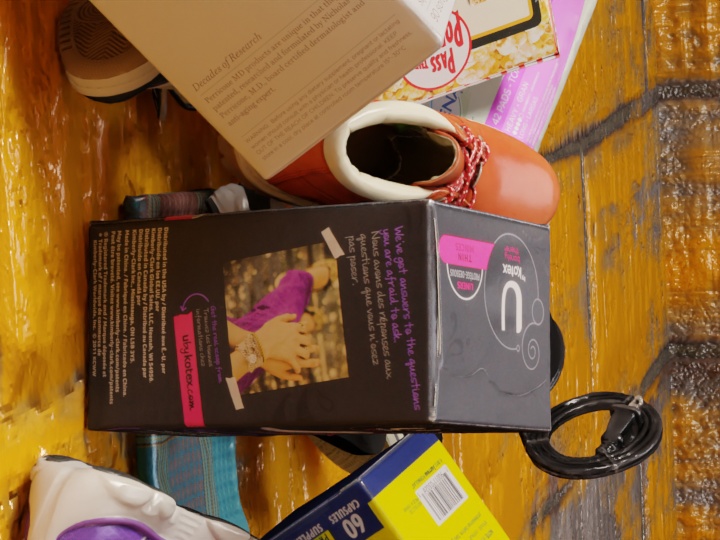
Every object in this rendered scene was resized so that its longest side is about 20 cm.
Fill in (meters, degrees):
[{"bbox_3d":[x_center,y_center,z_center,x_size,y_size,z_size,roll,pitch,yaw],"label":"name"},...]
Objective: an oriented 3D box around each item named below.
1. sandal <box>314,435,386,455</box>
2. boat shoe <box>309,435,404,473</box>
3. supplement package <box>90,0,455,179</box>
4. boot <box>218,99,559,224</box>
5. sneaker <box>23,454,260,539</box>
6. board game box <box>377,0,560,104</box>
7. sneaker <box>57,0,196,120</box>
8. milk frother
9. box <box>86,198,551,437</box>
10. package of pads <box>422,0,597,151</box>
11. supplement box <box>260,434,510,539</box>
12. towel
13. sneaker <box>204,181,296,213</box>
[{"bbox_3d":[-0.022,0.063,1.454,0.200,0.045,0.075,22,67,-59],"label":"sandal"},{"bbox_3d":[-0.006,0.058,1.589,0.062,0.074,0.200,-55,141,-34],"label":"boat shoe"},{"bbox_3d":[-0.058,-0.166,1.147,0.200,0.117,0.117,45,31,-16],"label":"supplement package"},{"bbox_3d":[0.038,-0.047,1.292,0.199,0.107,0.075,10,87,-35],"label":"boot"},{"bbox_3d":[-0.109,0.146,1.215,0.200,0.080,0.084,35,73,-59],"label":"sneaker"},{"bbox_3d":[0.015,-0.185,1.323,0.046,0.151,0.201,34,-41,59],"label":"board game box"},{"bbox_3d":[-0.093,-0.106,1.277,0.200,0.070,0.109,-74,156,-57],"label":"sneaker"},{"bbox_3d":[0.110,0.039,1.812,0.188,0.199,0.181,69,28,-52],"label":"milk frother"},{"bbox_3d":[-0.021,0.026,1.240,0.122,0.199,0.107,9,81,-58],"label":"box"},{"bbox_3d":[0.041,-0.132,1.444,0.068,0.154,0.200,-46,-161,59],"label":"package of pads"},{"bbox_3d":[0.038,0.209,1.473,0.200,0.109,0.109,54,27,1],"label":"supplement box"},{"bbox_3d":[-0.091,0.058,1.364,0.147,0.022,0.201,-15,102,-76],"label":"towel"},{"bbox_3d":[0.000,0.000,1.413,0.200,0.079,0.074,42,13,-46],"label":"sneaker"}]
